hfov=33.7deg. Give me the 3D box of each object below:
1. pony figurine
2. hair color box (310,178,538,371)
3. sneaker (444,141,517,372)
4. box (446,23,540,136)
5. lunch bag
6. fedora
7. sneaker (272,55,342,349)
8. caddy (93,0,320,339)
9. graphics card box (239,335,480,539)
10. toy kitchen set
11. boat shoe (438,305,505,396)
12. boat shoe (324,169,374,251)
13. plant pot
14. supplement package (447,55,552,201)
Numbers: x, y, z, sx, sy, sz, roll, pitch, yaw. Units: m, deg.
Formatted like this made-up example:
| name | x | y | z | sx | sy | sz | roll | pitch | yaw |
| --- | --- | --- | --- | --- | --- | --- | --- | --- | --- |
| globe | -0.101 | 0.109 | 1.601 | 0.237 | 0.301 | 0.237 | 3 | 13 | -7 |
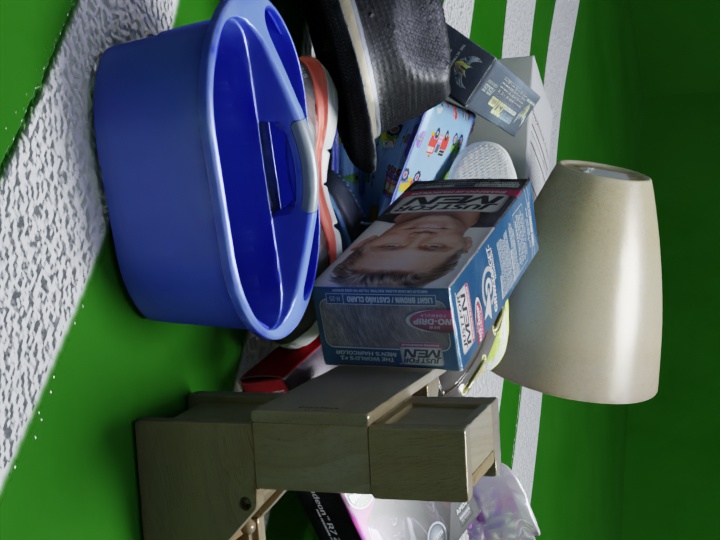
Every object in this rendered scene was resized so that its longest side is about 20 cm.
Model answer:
| name | x | y | z | sx | sy | sz | roll | pitch | yaw |
| --- | --- | --- | --- | --- | --- | --- | --- | --- | --- |
| pony figurine | 0.050 | 0.179 | 1.018 | 0.199 | 0.165 | 0.196 | -19 | 99 | -54 |
| hair color box | 0.052 | -0.003 | 0.832 | 0.200 | 0.099 | 0.061 | -48 | 133 | -57 |
| sneaker | 0.100 | -0.010 | 1.067 | 0.105 | 0.074 | 0.203 | 66 | 30 | -86 |
| box | 0.069 | -0.192 | 1.055 | 0.051 | 0.157 | 0.200 | -56 | 164 | 11 |
| lunch bag | 0.023 | -0.054 | 1.042 | 0.150 | 0.093 | 0.203 | -5 | 106 | -70 |
| fedora | 0.014 | -0.178 | 0.875 | 0.201 | 0.090 | 0.204 | 164 | -90 | -86 |
| sneaker | -0.065 | -0.047 | 0.813 | 0.081 | 0.076 | 0.204 | 0 | 87 | -44 |
| caddy | -0.074 | -0.059 | 0.694 | 0.141 | 0.103 | 0.203 | -47 | 133 | -65 |
| graphics card box | 0.005 | 0.132 | 0.870 | 0.125 | 0.050 | 0.202 | -38 | 111 | -44 |
| toy kitchen set | -0.007 | 0.158 | 0.733 | 0.163 | 0.197 | 0.184 | -19 | 107 | -69 |
| boat shoe | 0.075 | 0.033 | 0.910 | 0.201 | 0.071 | 0.061 | -53 | 129 | -56 |
| boat shoe | 0.000 | 0.000 | 0.935 | 0.069 | 0.083 | 0.202 | -42 | 133 | -29 |
| plant pot | 0.219 | 0.001 | 1.159 | 0.187 | 0.185 | 0.203 | -30 | 132 | -68 |
| supplement package | 0.136 | -0.113 | 1.289 | 0.120 | 0.119 | 0.203 | 54 | 39 | -58 |
